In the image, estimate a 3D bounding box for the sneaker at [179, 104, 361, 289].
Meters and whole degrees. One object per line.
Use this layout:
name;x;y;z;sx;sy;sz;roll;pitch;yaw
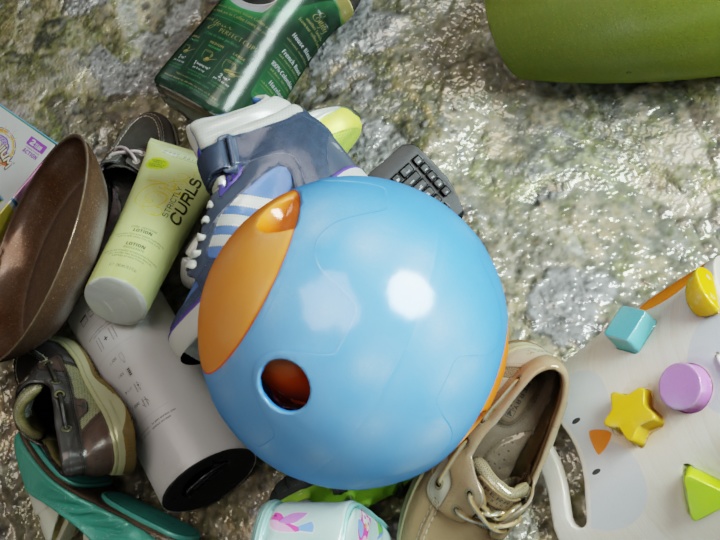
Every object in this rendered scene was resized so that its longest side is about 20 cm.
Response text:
sneaker;-0.054;-0.044;0.928;0.090;0.078;0.200;37;88;21

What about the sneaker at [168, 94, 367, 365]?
sneaker;-0.100;-0.042;0.859;0.200;0.081;0.146;-45;68;-2

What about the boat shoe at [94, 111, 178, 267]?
boat shoe;-0.210;-0.059;0.991;0.067;0.057;0.200;5;69;21

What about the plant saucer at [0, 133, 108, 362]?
plant saucer;-0.257;-0.014;0.932;0.200;0.037;0.201;-37;41;40

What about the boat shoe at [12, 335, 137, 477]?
boat shoe;-0.238;0.102;0.878;0.200;0.065;0.073;22;113;52

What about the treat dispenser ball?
treat dispenser ball;-0.005;0.039;0.731;0.201;0.201;0.201;-7;65;16

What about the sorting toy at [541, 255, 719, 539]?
sorting toy;0.197;0.107;0.769;0.180;0.107;0.200;-33;59;25

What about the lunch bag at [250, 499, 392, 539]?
lunch bag;-0.030;0.247;0.733;0.077;0.160;0.200;-3;67;17

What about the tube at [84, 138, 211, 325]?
tube;-0.168;-0.042;0.927;0.052;0.058;0.200;-23;31;30

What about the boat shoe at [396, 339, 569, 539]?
boat shoe;0.081;0.144;0.765;0.071;0.065;0.200;21;94;-13

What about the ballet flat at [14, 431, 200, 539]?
ballet flat;-0.211;0.192;0.878;0.200;0.067;0.070;26;92;29

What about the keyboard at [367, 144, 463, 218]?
keyboard;0.000;0.000;0.876;0.200;0.040;0.104;-43;94;-1

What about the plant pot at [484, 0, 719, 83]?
plant pot;0.204;-0.218;0.866;0.200;0.187;0.187;-14;62;30

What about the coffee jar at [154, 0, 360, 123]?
coffee jar;-0.084;-0.210;0.998;0.104;0.085;0.200;30;80;31

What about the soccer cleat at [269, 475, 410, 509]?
soccer cleat;0.019;0.119;0.834;0.200;0.068;0.081;-28;52;-2

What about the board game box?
board game box;-0.382;-0.065;1.063;0.153;0.040;0.200;34;81;28

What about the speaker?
speaker;-0.162;0.090;0.895;0.081;0.081;0.200;-36;60;1
